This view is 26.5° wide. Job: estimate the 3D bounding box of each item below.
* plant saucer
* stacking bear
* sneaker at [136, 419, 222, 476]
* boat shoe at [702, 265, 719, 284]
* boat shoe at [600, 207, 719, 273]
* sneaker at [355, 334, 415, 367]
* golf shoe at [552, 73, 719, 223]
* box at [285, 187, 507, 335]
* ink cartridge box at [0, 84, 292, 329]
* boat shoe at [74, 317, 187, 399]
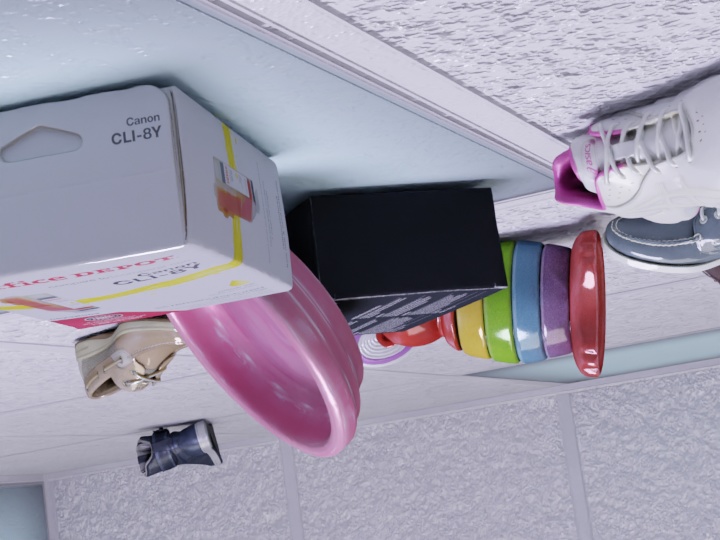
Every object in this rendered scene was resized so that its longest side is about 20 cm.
[{"bbox_3d":[-0.067,0.036,1.040,0.051,0.201,0.200,-41,-175,-23],"label":"plant saucer"},{"bbox_3d":[0.108,0.028,1.317,0.199,0.122,0.114,-1,-177,13],"label":"stacking bear"},{"bbox_3d":[-0.336,0.334,2.822,0.145,0.077,0.202,-19,161,-1],"label":"sneaker"},{"bbox_3d":[0.339,0.010,1.282,0.072,0.060,0.200,-18,-153,-26],"label":"boat shoe"},{"bbox_3d":[0.296,-0.043,1.242,0.199,0.073,0.062,-2,128,3],"label":"boat shoe"},{"bbox_3d":[0.068,0.025,1.429,0.199,0.075,0.100,-14,-158,-12],"label":"sneaker"},{"bbox_3d":[0.177,-0.067,0.899,0.091,0.076,0.200,-2,169,-13],"label":"golf shoe"},{"bbox_3d":[0.000,0.000,1.125,0.140,0.079,0.200,-7,171,-22],"label":"box"},{"bbox_3d":[-0.133,-0.027,0.827,0.144,0.084,0.200,-10,171,11],"label":"ink cartridge box"},{"bbox_3d":[-0.215,0.086,1.497,0.072,0.065,0.199,0,168,-41],"label":"boat shoe"}]
